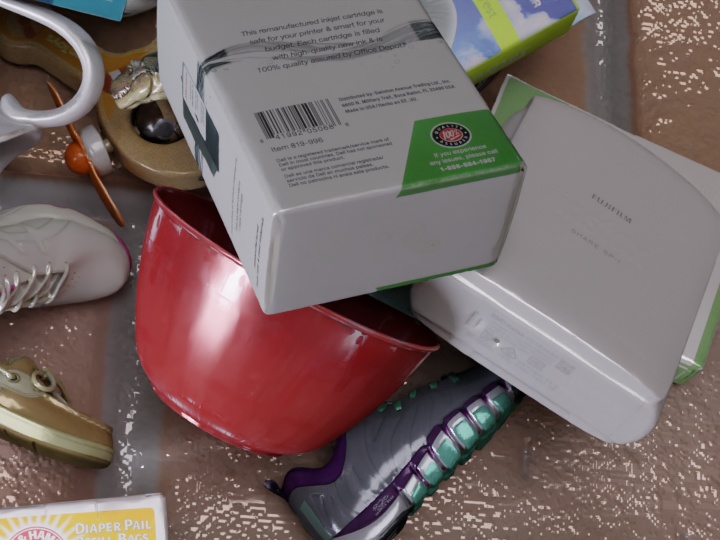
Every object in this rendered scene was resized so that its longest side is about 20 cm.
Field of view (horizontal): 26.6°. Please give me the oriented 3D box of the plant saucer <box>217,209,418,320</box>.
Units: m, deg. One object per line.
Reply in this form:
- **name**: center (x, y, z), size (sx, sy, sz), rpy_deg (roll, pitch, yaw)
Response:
- **plant saucer**: center (0.000, 0.000, 0.975), size (0.199, 0.070, 0.019), rpy_deg (26, 97, -13)

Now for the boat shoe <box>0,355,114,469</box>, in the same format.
- **boat shoe**: center (-0.236, 0.059, 0.942), size (0.200, 0.073, 0.063), rpy_deg (25, 74, 6)

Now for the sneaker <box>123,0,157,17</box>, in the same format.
- **sneaker**: center (-0.095, -0.240, 1.040), size (0.200, 0.088, 0.075), rpy_deg (-44, 110, -21)

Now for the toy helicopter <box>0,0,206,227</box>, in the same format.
- **toy helicopter**: center (-0.170, -0.116, 1.014), size (0.199, 0.079, 0.133), rpy_deg (31, 67, 14)

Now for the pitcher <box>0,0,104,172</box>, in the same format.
- **pitcher**: center (-0.268, -0.149, 0.964), size (0.171, 0.121, 0.201), rpy_deg (-32, 84, 9)

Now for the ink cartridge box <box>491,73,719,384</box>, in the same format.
- **ink cartridge box**: center (0.163, -0.029, 1.055), size (0.199, 0.048, 0.146), rpy_deg (24, 70, -1)

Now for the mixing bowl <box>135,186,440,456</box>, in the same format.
- **mixing bowl**: center (-0.063, 0.042, 0.933), size (0.199, 0.200, 0.109), rpy_deg (30, 97, 0)

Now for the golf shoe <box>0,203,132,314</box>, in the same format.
- **golf shoe**: center (-0.226, 0.005, 0.927), size (0.199, 0.076, 0.092), rpy_deg (6, 37, -35)

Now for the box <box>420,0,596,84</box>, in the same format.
- **box**: center (0.049, -0.179, 1.014), size (0.199, 0.048, 0.122), rpy_deg (-30, 83, -9)

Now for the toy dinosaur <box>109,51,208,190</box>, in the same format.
- **toy dinosaur**: center (-0.058, -0.090, 0.946), size (0.198, 0.047, 0.089), rpy_deg (3, 75, -6)

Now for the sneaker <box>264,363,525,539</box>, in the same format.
- **sneaker**: center (0.032, 0.096, 0.980), size (0.087, 0.075, 0.200), rpy_deg (43, 70, 12)

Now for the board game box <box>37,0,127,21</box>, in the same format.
- **board game box**: center (-0.202, -0.268, 0.948), size (0.150, 0.047, 0.201), rpy_deg (13, 67, -13)

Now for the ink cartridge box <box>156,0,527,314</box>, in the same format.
- **ink cartridge box**: center (-0.019, -0.087, 0.858), size (0.146, 0.083, 0.201), rpy_deg (-12, 51, -19)

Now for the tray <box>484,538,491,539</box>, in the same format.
- **tray**: center (0.070, 0.281, 0.946), size (0.098, 0.037, 0.201), rpy_deg (32, 71, 0)

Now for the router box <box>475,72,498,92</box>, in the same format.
- **router box**: center (0.080, -0.232, 1.095), size (0.150, 0.062, 0.200), rpy_deg (42, 70, 5)

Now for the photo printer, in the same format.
- **photo printer**: center (0.138, -0.012, 0.950), size (0.166, 0.070, 0.200), rpy_deg (34, 48, -1)

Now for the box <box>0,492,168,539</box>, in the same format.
- **box**: center (-0.163, 0.238, 0.881), size (0.112, 0.101, 0.201), rpy_deg (-2, 73, -12)
